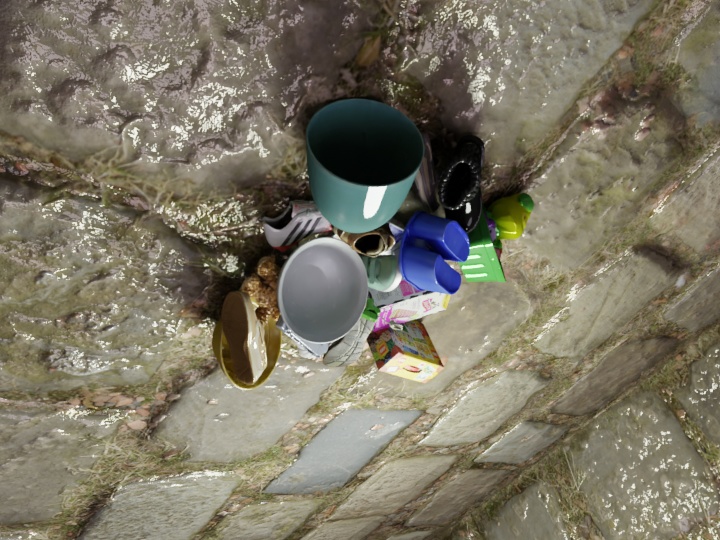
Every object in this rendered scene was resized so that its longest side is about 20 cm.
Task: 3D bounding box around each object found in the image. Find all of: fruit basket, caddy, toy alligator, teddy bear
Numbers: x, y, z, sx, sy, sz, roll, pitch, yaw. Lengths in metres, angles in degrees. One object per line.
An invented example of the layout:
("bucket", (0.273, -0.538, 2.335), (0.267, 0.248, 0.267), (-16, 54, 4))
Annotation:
("fruit basket", (0.307, -0.084, 1.283), (0.210, 0.159, 0.217), (-6, 149, -3))
("caddy", (0.142, -0.034, 1.145), (0.199, 0.103, 0.145), (33, 72, -58))
("toy alligator", (0.003, 0.075, 1.224), (0.195, 0.055, 0.060), (18, 149, -4))
("teddy bear", (-0.178, 0.049, 1.194), (0.145, 0.066, 0.203), (-48, 145, -31))

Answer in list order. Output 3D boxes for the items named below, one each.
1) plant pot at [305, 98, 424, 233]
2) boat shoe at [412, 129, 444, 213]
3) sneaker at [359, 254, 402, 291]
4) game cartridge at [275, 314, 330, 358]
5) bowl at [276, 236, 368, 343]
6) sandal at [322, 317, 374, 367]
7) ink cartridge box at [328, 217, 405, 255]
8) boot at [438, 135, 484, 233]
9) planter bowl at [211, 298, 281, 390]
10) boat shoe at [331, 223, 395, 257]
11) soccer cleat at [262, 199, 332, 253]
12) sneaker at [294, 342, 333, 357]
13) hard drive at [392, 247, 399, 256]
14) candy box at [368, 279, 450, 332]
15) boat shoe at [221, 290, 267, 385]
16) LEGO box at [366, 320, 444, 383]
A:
("plant pot", (-0.003, -0.164, 0.979), (0.196, 0.204, 0.162), (-10, 147, -18))
("boat shoe", (0.132, -0.190, 1.113), (0.072, 0.075, 0.201), (-28, 143, 4))
("sneaker", (0.000, 0.000, 1.189), (0.116, 0.076, 0.199), (11, 170, -31))
("game cartridge", (-0.106, 0.100, 1.246), (0.135, 0.040, 0.201), (-61, 149, -16))
("bowl", (-0.089, 0.035, 1.124), (0.197, 0.090, 0.207), (-3, 96, -31))
("sandal", (-0.027, 0.150, 1.319), (0.080, 0.055, 0.203), (15, 123, -17))
("ink cartridge box", (0.027, -0.080, 1.209), (0.198, 0.038, 0.095), (24, 120, -43))
("boot", (0.196, -0.144, 1.104), (0.077, 0.159, 0.216), (4, 121, 14))
("planter bowl", (-0.263, 0.151, 1.236), (0.082, 0.205, 0.200), (1, 154, 31))
("boat shoe", (0.016, -0.059, 1.113), (0.076, 0.074, 0.199), (-46, 154, 18))
("soccer cleat", (-0.095, -0.107, 1.089), (0.196, 0.069, 0.086), (-25, 136, 1))
("sneaker", (-0.077, 0.136, 1.365), (0.197, 0.079, 0.100), (-28, 138, 1))
("hard drive", (0.130, -0.006, 1.321), (0.129, 0.027, 0.201), (-18, 153, -11))
("candy box", (0.114, 0.069, 1.348), (0.195, 0.062, 0.137), (-17, 153, -8))
("boat shoe", (-0.229, 0.128, 1.149), (0.069, 0.072, 0.205), (-37, 131, -54))
("LEGO box", (0.108, 0.194, 1.468), (0.077, 0.151, 0.198), (-43, 139, 23))
